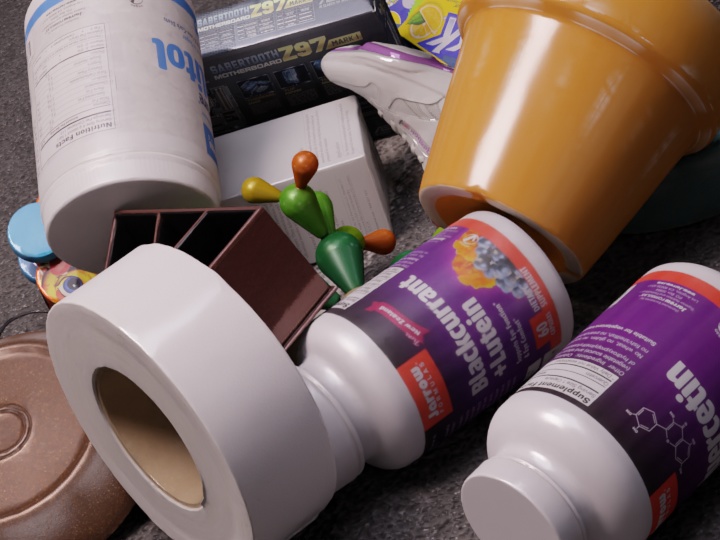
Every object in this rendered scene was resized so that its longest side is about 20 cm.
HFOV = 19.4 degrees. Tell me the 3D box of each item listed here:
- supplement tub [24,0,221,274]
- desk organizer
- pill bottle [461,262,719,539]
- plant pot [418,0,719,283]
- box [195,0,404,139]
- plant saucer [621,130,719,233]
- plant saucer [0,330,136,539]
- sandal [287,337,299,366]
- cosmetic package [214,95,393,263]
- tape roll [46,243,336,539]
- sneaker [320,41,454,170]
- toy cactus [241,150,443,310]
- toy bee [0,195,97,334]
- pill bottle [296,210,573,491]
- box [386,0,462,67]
[{"bbox_3d":[-0.175,-0.112,1.537,0.132,0.132,0.200,-15,59,7],"label":"supplement tub"},{"bbox_3d":[-0.112,0.009,1.383,0.072,0.077,0.200,-51,26,-24],"label":"desk organizer"},{"bbox_3d":[0.152,0.090,1.220,0.112,0.113,0.200,15,45,45],"label":"pill bottle"},{"bbox_3d":[0.134,-0.100,1.430,0.200,0.200,0.184,14,68,44],"label":"plant pot"},{"bbox_3d":[-0.062,-0.154,1.695,0.200,0.158,0.051,-15,56,10],"label":"box"},{"bbox_3d":[0.224,-0.098,1.560,0.200,0.036,0.200,-15,30,9],"label":"plant saucer"},{"bbox_3d":[-0.234,0.116,1.410,0.200,0.037,0.201,-10,52,13],"label":"plant saucer"},{"bbox_3d":[-0.086,0.041,1.491,0.082,0.055,0.200,6,26,-16],"label":"sandal"},{"bbox_3d":[-0.082,-0.053,1.625,0.200,0.081,0.113,-17,30,7],"label":"cosmetic package"},{"bbox_3d":[-0.105,0.086,1.292,0.071,0.203,0.202,-36,34,-26],"label":"tape roll"},{"bbox_3d":[0.051,-0.112,1.589,0.200,0.100,0.075,23,13,23],"label":"sneaker"},{"bbox_3d":[0.000,0.000,1.464,0.200,0.102,0.165,4,46,-33],"label":"toy cactus"},{"bbox_3d":[-0.218,-0.004,1.621,0.108,0.201,0.131,16,0,6],"label":"toy bee"},{"bbox_3d":[0.030,0.057,1.346,0.200,0.112,0.111,-35,33,-23],"label":"pill bottle"},{"bbox_3d":[0.094,-0.182,1.691,0.070,0.064,0.200,-51,46,1],"label":"box"}]
